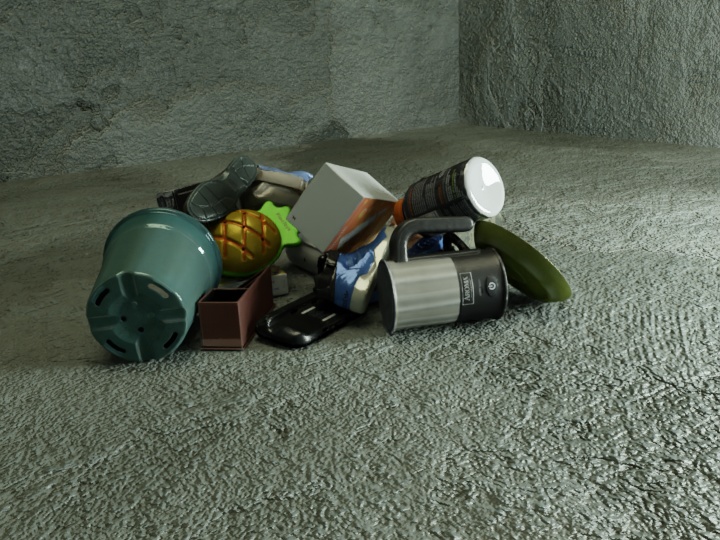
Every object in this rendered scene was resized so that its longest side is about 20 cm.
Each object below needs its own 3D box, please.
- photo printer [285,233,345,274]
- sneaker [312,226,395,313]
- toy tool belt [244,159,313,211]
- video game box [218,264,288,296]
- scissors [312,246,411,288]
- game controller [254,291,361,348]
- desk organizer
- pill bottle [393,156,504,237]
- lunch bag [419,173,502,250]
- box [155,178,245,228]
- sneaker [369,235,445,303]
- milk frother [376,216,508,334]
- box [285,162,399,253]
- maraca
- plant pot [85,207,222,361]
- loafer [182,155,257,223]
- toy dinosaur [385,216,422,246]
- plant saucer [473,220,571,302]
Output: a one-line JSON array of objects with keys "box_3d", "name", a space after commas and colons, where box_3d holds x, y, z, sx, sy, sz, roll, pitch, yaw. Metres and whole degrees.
[{"box_3d": [-0.053, -0.046, 1.476, 0.165, 0.070, 0.199, -13, 20, -30], "name": "photo printer"}, {"box_3d": [-0.014, -0.018, 1.212, 0.110, 0.077, 0.201, 18, 49, 11], "name": "sneaker"}, {"box_3d": [-0.145, -0.163, 1.435, 0.198, 0.125, 0.124, 7, 56, -29], "name": "toy tool belt"}, {"box_3d": [-0.257, 0.014, 1.363, 0.181, 0.047, 0.200, -13, 20, -23], "name": "video game box"}, {"box_3d": [0.000, 0.000, 1.294, 0.199, 0.014, 0.073, -20, 7, 31], "name": "scissors"}, {"box_3d": [-0.079, 0.077, 1.165, 0.104, 0.042, 0.199, 25, 29, 27], "name": "game controller"}, {"box_3d": [-0.201, 0.055, 1.168, 0.071, 0.078, 0.200, 0, 18, 8], "name": "desk organizer"}, {"box_3d": [0.148, -0.121, 1.254, 0.106, 0.107, 0.199, -19, 1, -42], "name": "pill bottle"}, {"box_3d": [0.219, -0.143, 1.578, 0.199, 0.170, 0.139, -15, 21, -35], "name": "lunch bag"}, {"box_3d": [-0.289, -0.091, 1.356, 0.049, 0.159, 0.200, -6, 12, 31], "name": "box"}, {"box_3d": [0.084, 0.015, 1.284, 0.199, 0.078, 0.070, -33, 30, -19], "name": "sneaker"}, {"box_3d": [0.117, 0.013, 1.176, 0.186, 0.182, 0.200, -5, -16, -11], "name": "milk frother"}, {"box_3d": [-0.026, -0.109, 1.284, 0.097, 0.125, 0.200, 42, 16, 15], "name": "box"}, {"box_3d": [-0.199, -0.059, 1.302, 0.199, 0.107, 0.137, -29, 71, -27], "name": "maraca"}, {"box_3d": [-0.330, 0.029, 1.112, 0.198, 0.202, 0.197, -3, 25, -1], "name": "plant pot"}, {"box_3d": [-0.262, -0.139, 1.303, 0.063, 0.072, 0.200, -27, 18, 43], "name": "loafer"}, {"box_3d": [0.113, -0.048, 1.439, 0.134, 0.087, 0.200, -1, 21, 5], "name": "toy dinosaur"}, {"box_3d": [0.262, -0.007, 1.188, 0.031, 0.200, 0.200, -50, 31, -7], "name": "plant saucer"}]
